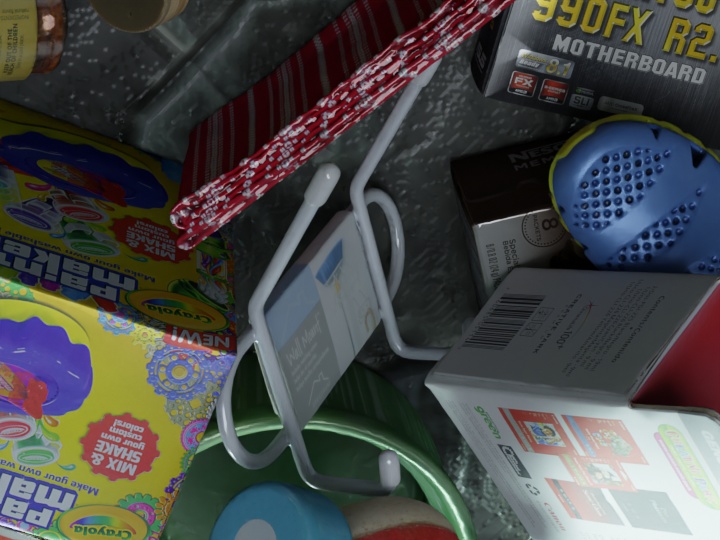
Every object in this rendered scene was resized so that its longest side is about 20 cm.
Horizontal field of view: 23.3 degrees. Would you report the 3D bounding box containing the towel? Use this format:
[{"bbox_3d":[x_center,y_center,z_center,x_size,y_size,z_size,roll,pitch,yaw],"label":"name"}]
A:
[{"bbox_3d":[-0.008,-0.099,0.807,0.200,0.145,0.023,-37,109,13],"label":"towel"}]

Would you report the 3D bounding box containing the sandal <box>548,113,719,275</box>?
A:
[{"bbox_3d":[0.168,0.006,0.821,0.200,0.087,0.079,41,104,-22],"label":"sandal"}]

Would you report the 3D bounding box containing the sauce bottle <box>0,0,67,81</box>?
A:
[{"bbox_3d":[-0.236,-0.113,0.790,0.199,0.066,0.066,-6,118,-25],"label":"sauce bottle"}]

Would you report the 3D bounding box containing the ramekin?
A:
[{"bbox_3d":[-0.040,0.141,0.947,0.199,0.098,0.201,-2,116,-4],"label":"ramekin"}]

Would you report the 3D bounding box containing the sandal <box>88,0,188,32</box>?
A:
[{"bbox_3d":[-0.098,-0.217,0.767,0.077,0.070,0.213,10,119,29],"label":"sandal"}]

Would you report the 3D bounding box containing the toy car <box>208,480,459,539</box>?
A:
[{"bbox_3d":[0.000,0.223,0.786,0.177,0.201,0.184,-39,144,17],"label":"toy car"}]

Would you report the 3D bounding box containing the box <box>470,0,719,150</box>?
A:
[{"bbox_3d":[0.171,-0.143,0.856,0.199,0.048,0.159,12,115,-11],"label":"box"}]

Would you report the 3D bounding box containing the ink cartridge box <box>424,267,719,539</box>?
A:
[{"bbox_3d":[0.156,0.101,0.808,0.084,0.175,0.200,-48,120,-27],"label":"ink cartridge box"}]

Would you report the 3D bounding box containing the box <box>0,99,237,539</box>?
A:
[{"bbox_3d":[-0.171,0.014,0.819,0.199,0.193,0.122,19,113,-14],"label":"box"}]

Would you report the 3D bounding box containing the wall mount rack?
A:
[{"bbox_3d":[0.000,0.000,0.822,0.074,0.200,0.175,1,122,27],"label":"wall mount rack"}]

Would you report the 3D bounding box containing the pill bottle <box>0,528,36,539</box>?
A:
[{"bbox_3d":[-0.211,0.150,0.918,0.112,0.113,0.200,24,121,-16],"label":"pill bottle"}]

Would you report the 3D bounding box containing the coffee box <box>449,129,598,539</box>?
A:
[{"bbox_3d":[0.123,0.033,0.919,0.112,0.080,0.201,-13,116,0],"label":"coffee box"}]
